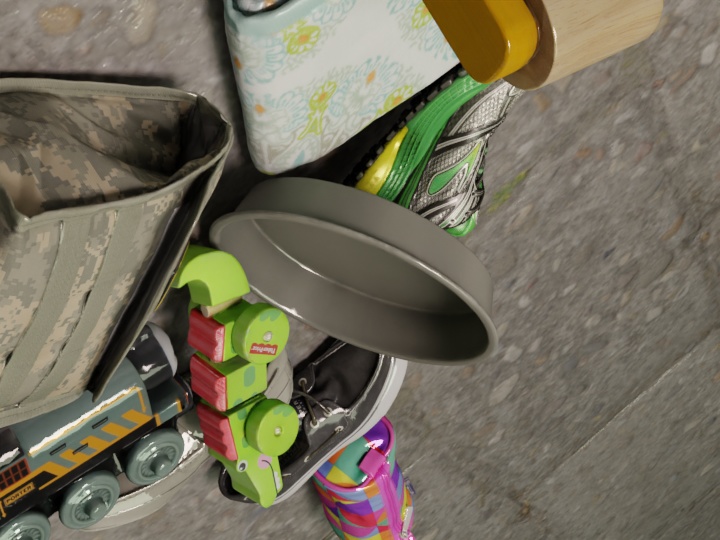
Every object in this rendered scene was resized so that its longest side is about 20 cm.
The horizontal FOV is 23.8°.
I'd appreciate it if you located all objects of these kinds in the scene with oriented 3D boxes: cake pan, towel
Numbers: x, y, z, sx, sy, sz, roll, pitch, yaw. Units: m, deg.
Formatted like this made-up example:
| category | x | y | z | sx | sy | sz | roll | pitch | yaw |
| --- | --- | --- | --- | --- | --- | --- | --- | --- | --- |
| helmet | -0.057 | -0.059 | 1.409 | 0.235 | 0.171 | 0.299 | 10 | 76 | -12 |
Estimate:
| category | x | y | z | sx | sy | sz | roll | pitch | yaw |
| --- | --- | --- | --- | --- | --- | --- | --- | --- | --- |
| cake pan | 0.000 | 0.000 | 1.097 | 0.201 | 0.198 | 0.037 | 68 | 42 | -64 |
| towel | 0.011 | -0.154 | 1.010 | 0.199 | 0.048 | 0.172 | -35 | 153 | -14 |

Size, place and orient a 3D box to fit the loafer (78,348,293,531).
| category | x | y | z | sx | sy | sz | roll | pitch | yaw |
| --- | --- | --- | --- | --- | --- | --- | --- | --- | --- |
| loafer | -0.131 | 0.111 | 1.215 | 0.199 | 0.070 | 0.070 | -36 | 151 | -29 |

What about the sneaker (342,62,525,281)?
| category | x | y | z | sx | sy | sz | roll | pitch | yaw |
| --- | --- | --- | --- | --- | --- | --- | --- | --- | --- |
| sneaker | 0.060 | -0.078 | 1.135 | 0.200 | 0.085 | 0.078 | -49 | -173 | 23 |

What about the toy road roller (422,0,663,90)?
| category | x | y | z | sx | sy | sz | roll | pitch | yaw |
| --- | --- | --- | --- | --- | --- | --- | --- | --- | --- |
| toy road roller | 0.088 | -0.208 | 0.860 | 0.122 | 0.201 | 0.146 | -26 | 173 | -27 |

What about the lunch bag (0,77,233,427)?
| category | x | y | z | sx | sy | sz | roll | pitch | yaw |
| --- | --- | --- | --- | --- | --- | --- | --- | --- | --- |
| lunch bag | -0.161 | -0.011 | 0.918 | 0.199 | 0.118 | 0.165 | -16 | 146 | -52 |

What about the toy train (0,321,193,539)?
| category | x | y | z | sx | sy | sz | roll | pitch | yaw |
| --- | --- | --- | --- | --- | --- | --- | --- | --- | --- |
| toy train | -0.197 | 0.111 | 1.106 | 0.199 | 0.085 | 0.115 | -31 | 144 | -21 |

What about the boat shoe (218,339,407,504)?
| category | x | y | z | sx | sy | sz | roll | pitch | yaw |
| --- | --- | --- | --- | --- | --- | --- | --- | --- | --- |
| boat shoe | -0.043 | 0.113 | 1.346 | 0.200 | 0.070 | 0.066 | -44 | 157 | 24 |

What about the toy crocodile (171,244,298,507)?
| category | x | y | z | sx | sy | sz | roll | pitch | yaw |
| --- | --- | --- | --- | --- | --- | --- | --- | --- | --- |
| toy crocodile | -0.087 | 0.072 | 1.140 | 0.061 | 0.067 | 0.202 | -27 | 127 | -33 |

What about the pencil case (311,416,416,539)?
| category | x | y | z | sx | sy | sz | roll | pitch | yaw |
| --- | --- | --- | --- | --- | --- | --- | --- | --- | --- |
| pencil case | 0.003 | 0.187 | 1.502 | 0.088 | 0.089 | 0.200 | -37 | 154 | -8 |
